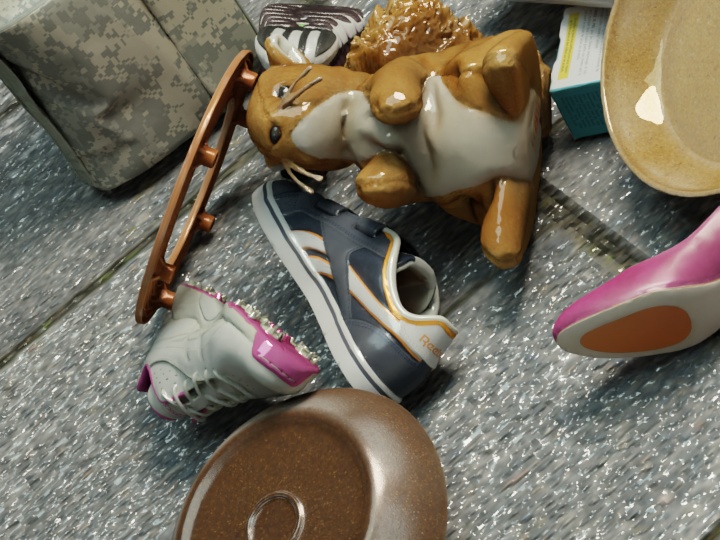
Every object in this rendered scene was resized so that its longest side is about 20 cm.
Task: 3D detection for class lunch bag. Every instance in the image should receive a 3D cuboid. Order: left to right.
[{"bbox_3d":[-0.194,-0.177,1.482,0.139,0.200,0.168,20,63,43],"label":"lunch bag"}]

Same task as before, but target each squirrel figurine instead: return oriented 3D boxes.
[{"bbox_3d":[0.026,-0.104,1.296,0.186,0.142,0.200,3,27,14],"label":"squirrel figurine"}]

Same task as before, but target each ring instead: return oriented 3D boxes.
[{"bbox_3d":[-0.107,-0.054,1.347,0.019,0.201,0.201,22,59,1],"label":"ring"}]

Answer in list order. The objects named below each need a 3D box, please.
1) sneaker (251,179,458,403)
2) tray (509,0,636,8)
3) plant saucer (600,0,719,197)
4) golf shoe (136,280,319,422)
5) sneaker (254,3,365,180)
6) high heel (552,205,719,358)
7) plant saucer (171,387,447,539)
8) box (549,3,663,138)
[{"bbox_3d":[0.000,0.000,1.283,0.079,0.078,0.200,-38,52,9],"label":"sneaker"},{"bbox_3d":[0.161,-0.206,1.358,0.107,0.022,0.200,-31,24,-25],"label":"tray"},{"bbox_3d":[0.225,-0.138,1.182,0.200,0.035,0.201,-22,62,49],"label":"plant saucer"},{"bbox_3d":[-0.087,0.065,1.266,0.092,0.075,0.200,-55,19,-7],"label":"golf shoe"},{"bbox_3d":[-0.044,-0.128,1.439,0.075,0.116,0.200,5,17,8],"label":"sneaker"},{"bbox_3d":[0.200,-0.017,1.169,0.199,0.067,0.096,-23,52,6],"label":"high heel"},{"bbox_3d":[-0.042,0.155,1.167,0.200,0.037,0.201,-19,53,27],"label":"plant saucer"},{"bbox_3d":[0.228,-0.147,1.291,0.199,0.049,0.082,-9,47,27],"label":"box"}]
